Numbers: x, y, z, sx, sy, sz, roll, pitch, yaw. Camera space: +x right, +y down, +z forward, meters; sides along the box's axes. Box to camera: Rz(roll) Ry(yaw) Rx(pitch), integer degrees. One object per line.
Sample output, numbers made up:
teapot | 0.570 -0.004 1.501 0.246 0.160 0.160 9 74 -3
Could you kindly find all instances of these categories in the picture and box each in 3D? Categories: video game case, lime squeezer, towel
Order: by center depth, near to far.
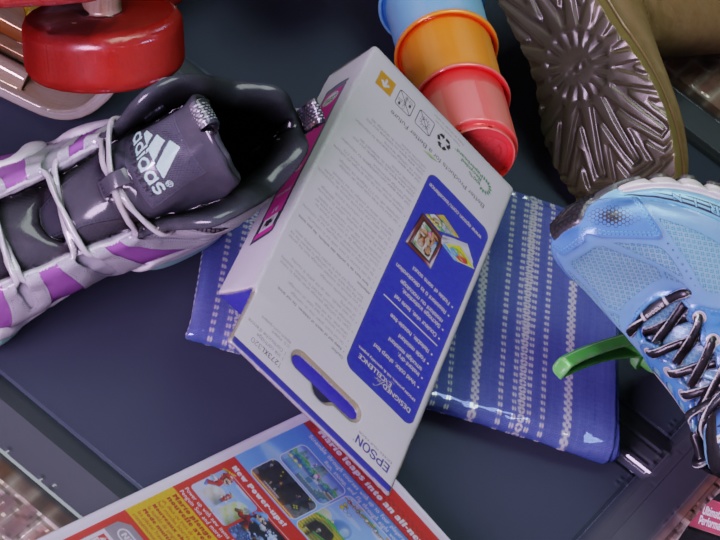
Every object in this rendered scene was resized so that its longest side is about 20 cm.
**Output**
video game case | -0.039 0.137 0.999 0.200 0.017 0.143 -23 62 -42
towel | 0.025 0.007 1.168 0.200 0.024 0.145 17 44 -11
lime squeezer | 0.151 0.048 1.173 0.200 0.038 0.071 20 50 -33

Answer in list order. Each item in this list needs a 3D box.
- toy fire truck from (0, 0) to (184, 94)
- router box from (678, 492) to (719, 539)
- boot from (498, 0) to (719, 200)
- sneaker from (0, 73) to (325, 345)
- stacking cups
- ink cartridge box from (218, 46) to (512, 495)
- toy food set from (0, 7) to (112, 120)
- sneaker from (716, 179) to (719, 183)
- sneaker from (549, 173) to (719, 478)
toy fire truck | -0.158 -0.148 1.081 0.168 0.112 0.200 -2 25 -2
router box | 0.231 0.179 1.072 0.200 0.062 0.150 13 44 -17
boot | 0.158 -0.115 1.324 0.200 0.066 0.175 -14 83 -54
sneaker | -0.102 -0.033 1.028 0.200 0.140 0.078 -27 90 -36
stacking cups | 0.042 -0.118 1.257 0.060 0.061 0.200 8 39 -22
ink cartridge box | 0.000 0.000 1.098 0.095 0.037 0.200 45 39 -19
toy food set | -0.174 -0.161 1.194 0.200 0.060 0.144 27 40 -1
sneaker | 0.222 -0.024 1.226 0.146 0.077 0.202 41 32 -23
sneaker | 0.159 0.038 1.101 0.200 0.078 0.090 38 45 -16
